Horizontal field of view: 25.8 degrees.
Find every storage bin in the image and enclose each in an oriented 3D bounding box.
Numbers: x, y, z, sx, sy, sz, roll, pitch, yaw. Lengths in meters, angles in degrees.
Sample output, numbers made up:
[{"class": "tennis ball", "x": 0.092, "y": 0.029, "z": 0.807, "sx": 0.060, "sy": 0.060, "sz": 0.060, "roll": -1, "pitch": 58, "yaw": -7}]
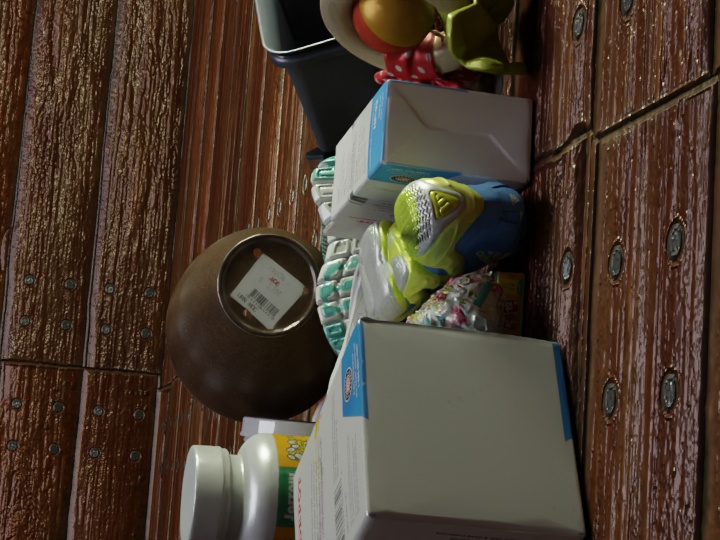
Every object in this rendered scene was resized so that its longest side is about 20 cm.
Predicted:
[{"class": "storage bin", "x": -0.016, "y": -0.222, "z": 1.543, "sx": 0.201, "sy": 0.144, "sz": 0.135, "roll": -102, "pitch": -5, "yaw": -52}]

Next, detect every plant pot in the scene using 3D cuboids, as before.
[{"class": "plant pot", "x": -0.090, "y": 0.036, "z": 1.465, "sx": 0.200, "sy": 0.184, "sz": 0.190, "roll": 117, "pitch": 156, "yaw": -76}]

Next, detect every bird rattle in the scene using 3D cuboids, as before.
[{"class": "bird rattle", "x": 0.046, "y": -0.190, "z": 1.205, "sx": 0.200, "sy": 0.162, "sz": 0.114, "roll": -23, "pitch": 43, "yaw": 64}]

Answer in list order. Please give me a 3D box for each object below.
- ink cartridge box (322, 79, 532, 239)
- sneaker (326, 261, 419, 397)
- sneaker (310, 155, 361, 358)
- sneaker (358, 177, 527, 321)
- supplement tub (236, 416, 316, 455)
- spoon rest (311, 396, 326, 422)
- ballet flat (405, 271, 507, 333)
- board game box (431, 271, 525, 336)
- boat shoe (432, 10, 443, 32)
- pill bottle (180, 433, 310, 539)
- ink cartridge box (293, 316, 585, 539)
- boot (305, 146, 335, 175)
[{"class": "ink cartridge box", "x": 0.045, "y": -0.077, "z": 1.214, "sx": 0.200, "sy": 0.114, "sz": 0.068, "roll": 138, "pitch": 136, "yaw": -70}, {"class": "sneaker", "x": 0.017, "y": 0.074, "z": 1.248, "sx": 0.082, "sy": 0.074, "sz": 0.203, "roll": 148, "pitch": 125, "yaw": -73}, {"class": "sneaker", "x": 0.000, "y": 0.000, "z": 1.380, "sx": 0.092, "sy": 0.076, "sz": 0.202, "roll": 78, "pitch": -171, "yaw": -58}, {"class": "sneaker", "x": 0.064, "y": -0.012, "z": 1.145, "sx": 0.200, "sy": 0.104, "sz": 0.077, "roll": 132, "pitch": 130, "yaw": -70}, {"class": "supplement tub", "x": -0.058, "y": 0.242, "z": 1.454, "sx": 0.140, "sy": 0.138, "sz": 0.203, "roll": 167, "pitch": 109, "yaw": -76}, {"class": "spoon rest", "x": -0.033, "y": 0.206, "z": 1.578, "sx": 0.099, "sy": 0.060, "sz": 0.202, "roll": -136, "pitch": 66, "yaw": -72}, {"class": "ballet flat", "x": 0.058, "y": 0.055, "z": 1.138, "sx": 0.064, "sy": 0.075, "sz": 0.200, "roll": -57, "pitch": 6, "yaw": -26}, {"class": "board game box", "x": 0.080, "y": 0.057, "z": 1.204, "sx": 0.200, "sy": 0.030, "sz": 0.097, "roll": 154, "pitch": 120, "yaw": -77}, {"class": "boat shoe", "x": 0.039, "y": -0.218, "z": 1.332, "sx": 0.075, "sy": 0.074, "sz": 0.202, "roll": -59, "pitch": 1, "yaw": -14}, {"class": "pill bottle", "x": -0.045, "y": 0.193, "z": 1.293, "sx": 0.113, "sy": 0.197, "sz": 0.114, "roll": -174, "pitch": 90, "yaw": -77}, {"class": "ink cartridge box", "x": 0.044, "y": 0.155, "z": 1.053, "sx": 0.201, "sy": 0.143, "sz": 0.149, "roll": 113, "pitch": 159, "yaw": -50}, {"class": "boot", "x": 0.013, "y": -0.068, "z": 1.505, "sx": 0.200, "sy": 0.074, "sz": 0.098, "roll": 25, "pitch": 133, "yaw": 66}]
